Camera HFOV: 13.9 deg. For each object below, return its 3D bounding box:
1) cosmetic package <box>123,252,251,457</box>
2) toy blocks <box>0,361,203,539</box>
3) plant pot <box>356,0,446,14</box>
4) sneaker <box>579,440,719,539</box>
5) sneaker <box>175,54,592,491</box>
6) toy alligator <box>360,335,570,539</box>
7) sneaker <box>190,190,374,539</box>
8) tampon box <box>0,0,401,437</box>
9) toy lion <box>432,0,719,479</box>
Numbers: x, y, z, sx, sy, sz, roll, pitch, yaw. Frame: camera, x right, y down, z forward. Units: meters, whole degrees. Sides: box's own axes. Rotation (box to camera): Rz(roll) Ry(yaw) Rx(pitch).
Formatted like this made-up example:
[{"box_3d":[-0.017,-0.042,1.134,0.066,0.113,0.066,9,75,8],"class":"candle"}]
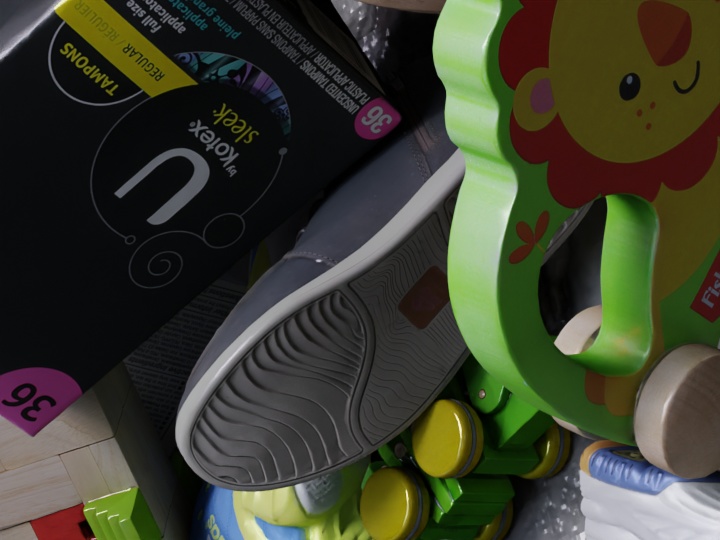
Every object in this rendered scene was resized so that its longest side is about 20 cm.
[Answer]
[{"box_3d":[-0.133,0.049,1.314,0.200,0.105,0.071,-56,33,27],"class":"cosmetic package"},{"box_3d":[-0.143,0.120,1.261,0.136,0.100,0.200,-18,113,13],"class":"toy blocks"},{"box_3d":[0.035,-0.167,1.132,0.093,0.201,0.201,82,164,-58],"class":"plant pot"},{"box_3d":[0.155,0.116,1.030,0.200,0.075,0.088,17,111,54],"class":"sneaker"},{"box_3d":[0.000,0.000,1.158,0.200,0.075,0.106,-41,28,-4],"class":"sneaker"},{"box_3d":[0.050,0.052,1.149,0.200,0.059,0.054,-54,51,30],"class":"toy alligator"},{"box_3d":[-0.038,0.070,1.235,0.105,0.076,0.200,-12,79,48],"class":"sneaker"},{"box_3d":[-0.118,-0.066,1.143,0.200,0.150,0.126,-41,43,11],"class":"tampon box"},{"box_3d":[0.090,-0.052,0.997,0.069,0.192,0.200,23,84,48],"class":"toy lion"}]
